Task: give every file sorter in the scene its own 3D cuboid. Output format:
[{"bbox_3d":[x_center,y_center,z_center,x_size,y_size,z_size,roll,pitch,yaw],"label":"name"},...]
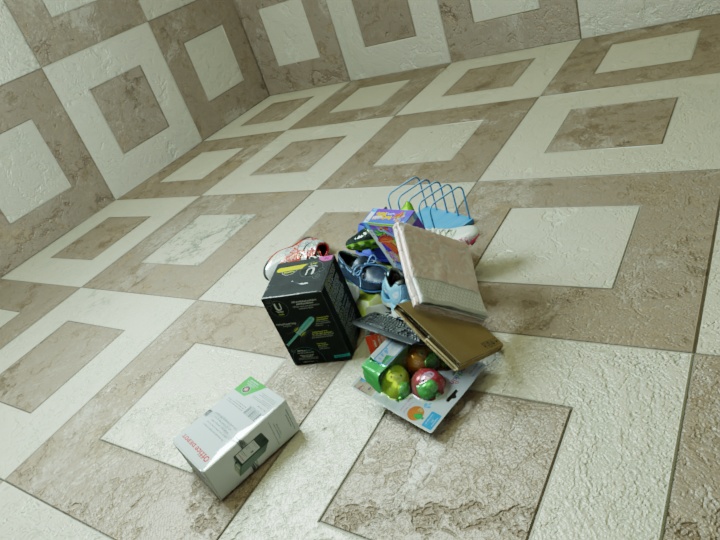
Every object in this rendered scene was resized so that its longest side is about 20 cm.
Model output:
[{"bbox_3d":[0.188,-0.171,1.658,0.138,0.124,0.199,-35,32,-22],"label":"file sorter"}]

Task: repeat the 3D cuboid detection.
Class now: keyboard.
[{"bbox_3d":[0.086,0.109,1.199,0.126,0.021,0.198,-13,17,-37],"label":"keyboard"}]

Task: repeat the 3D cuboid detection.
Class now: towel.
[{"bbox_3d":[0.161,0.003,1.179,0.032,0.198,0.194,-40,48,39],"label":"towel"}]

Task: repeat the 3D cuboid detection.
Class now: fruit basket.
[{"bbox_3d":[0.107,0.197,1.134,0.198,0.095,0.185,16,46,43],"label":"fruit basket"}]

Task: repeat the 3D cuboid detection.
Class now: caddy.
[{"bbox_3d":[0.070,-0.065,1.571,0.139,0.107,0.199,-5,14,-28],"label":"caddy"}]

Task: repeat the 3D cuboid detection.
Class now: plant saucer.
[{"bbox_3d":[0.025,0.043,1.487,0.198,0.048,0.200,13,45,45],"label":"plant saucer"}]

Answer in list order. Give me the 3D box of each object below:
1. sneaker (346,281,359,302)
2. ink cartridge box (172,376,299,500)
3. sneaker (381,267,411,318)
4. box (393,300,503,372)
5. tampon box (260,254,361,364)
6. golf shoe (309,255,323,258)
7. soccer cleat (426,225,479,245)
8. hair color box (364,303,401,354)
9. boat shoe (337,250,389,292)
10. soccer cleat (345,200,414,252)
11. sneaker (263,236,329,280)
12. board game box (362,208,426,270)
[{"bbox_3d":[-0.098,0.071,1.441,0.199,0.080,0.071,-30,45,30],"label":"sneaker"},{"bbox_3d":[-0.243,0.320,1.163,0.199,0.085,0.145,-38,33,-27],"label":"ink cartridge box"},{"bbox_3d":[0.084,0.033,1.270,0.077,0.092,0.200,-14,11,-6],"label":"sneaker"},{"bbox_3d":[0.171,0.109,1.131,0.163,0.021,0.199,43,27,25],"label":"box"},{"bbox_3d":[-0.102,0.089,1.327,0.147,0.202,0.127,-8,36,21],"label":"tampon box"},{"bbox_3d":[-0.097,-0.007,1.564,0.072,0.093,0.200,-35,10,-3],"label":"golf shoe"},{"bbox_3d":[0.177,-0.068,1.391,0.198,0.087,0.070,-26,22,20],"label":"soccer cleat"},{"bbox_3d":[0.111,0.112,1.302,0.197,0.065,0.111,-14,29,10],"label":"hair color box"},{"bbox_3d":[0.000,0.000,1.452,0.084,0.069,0.198,-39,34,-29],"label":"boat shoe"},{"bbox_3d":[0.049,-0.104,1.453,0.197,0.067,0.082,-21,66,25],"label":"soccer cleat"},{"bbox_3d":[-0.181,-0.032,1.722,0.200,0.068,0.107,-36,30,-29],"label":"sneaker"},{"bbox_3d":[0.107,-0.045,1.302,0.133,0.201,0.045,11,54,51],"label":"board game box"}]
